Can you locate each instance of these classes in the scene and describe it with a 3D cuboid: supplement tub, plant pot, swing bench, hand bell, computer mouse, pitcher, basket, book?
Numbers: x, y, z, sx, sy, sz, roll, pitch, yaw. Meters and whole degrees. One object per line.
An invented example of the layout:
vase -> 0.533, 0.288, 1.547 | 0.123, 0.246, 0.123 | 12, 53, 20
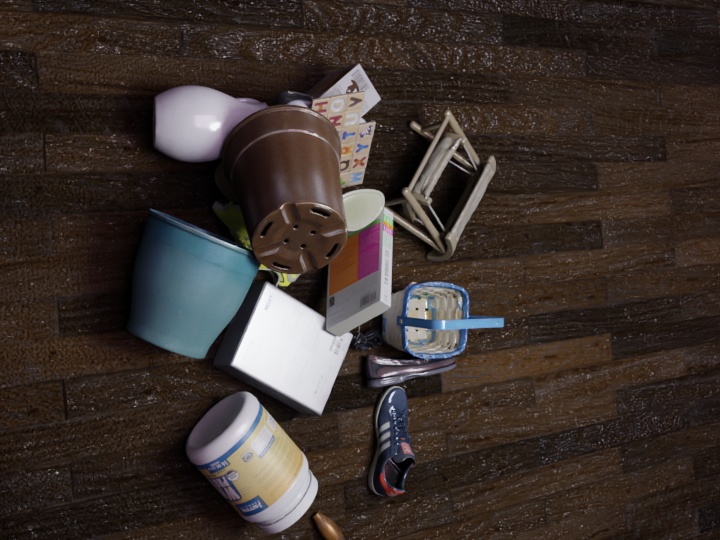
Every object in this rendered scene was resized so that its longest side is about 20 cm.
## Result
supplement tub -> -0.176, 0.317, 1.614 | 0.145, 0.144, 0.201 | -48, 111, -26
plant pot -> -0.274, 0.029, 1.550 | 0.198, 0.199, 0.191 | 21, 91, -31
swing bench -> 0.152, -0.157, 1.874 | 0.199, 0.129, 0.201 | 40, 66, -25
hand bell -> -0.017, 0.509, 1.757 | 0.104, 0.104, 0.201 | -42, 98, -28
computer mouse -> 0.016, 0.046, 1.802 | 0.109, 0.043, 0.204 | 18, 74, -61
pitcher -> -0.244, -0.249, 1.626 | 0.196, 0.172, 0.123 | 0, 117, -16
basket -> 0.139, 0.092, 1.800 | 0.174, 0.198, 0.142 | 3, 93, -40
plant pot -> -0.110, -0.117, 1.532 | 0.198, 0.201, 0.200 | 19, 38, -31
book -> 0.000, 0.000, 1.715 | 0.048, 0.133, 0.203 | 31, 46, -32

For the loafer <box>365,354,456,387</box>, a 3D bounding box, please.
loafer -> 0.096, 0.173, 1.853 | 0.197, 0.072, 0.064 | -10, 88, -31

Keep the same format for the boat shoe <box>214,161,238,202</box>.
boat shoe -> -0.163, -0.124, 1.697 | 0.199, 0.065, 0.073 | 40, 67, -26

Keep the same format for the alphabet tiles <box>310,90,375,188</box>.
alphabet tiles -> -0.051, -0.209, 1.643 | 0.165, 0.008, 0.202 | -15, 140, -27

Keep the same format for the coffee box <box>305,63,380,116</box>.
coffee box -> -0.075, -0.271, 1.738 | 0.200, 0.114, 0.080 | -45, 111, -26

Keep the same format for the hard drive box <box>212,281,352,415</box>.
hard drive box -> -0.132, 0.135, 1.696 | 0.199, 0.076, 0.158 | 34, 69, -28

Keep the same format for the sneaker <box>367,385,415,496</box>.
sneaker -> 0.070, 0.317, 1.815 | 0.074, 0.084, 0.204 | 11, 81, -32

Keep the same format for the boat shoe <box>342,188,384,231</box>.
boat shoe -> -0.052, -0.098, 1.696 | 0.197, 0.066, 0.076 | -28, 124, -23

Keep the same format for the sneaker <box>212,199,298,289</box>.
sneaker -> -0.178, -0.046, 1.680 | 0.199, 0.075, 0.077 | 40, 76, -19

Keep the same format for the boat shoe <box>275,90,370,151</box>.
boat shoe -> -0.059, -0.254, 1.642 | 0.198, 0.069, 0.057 | 13, 35, -46
